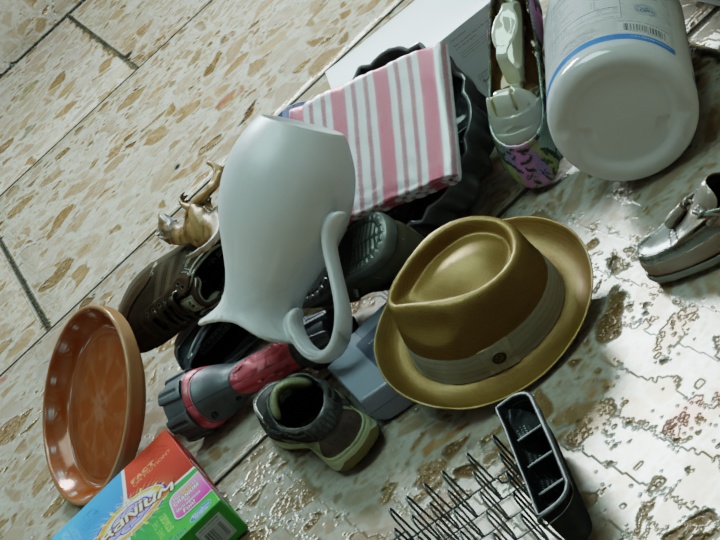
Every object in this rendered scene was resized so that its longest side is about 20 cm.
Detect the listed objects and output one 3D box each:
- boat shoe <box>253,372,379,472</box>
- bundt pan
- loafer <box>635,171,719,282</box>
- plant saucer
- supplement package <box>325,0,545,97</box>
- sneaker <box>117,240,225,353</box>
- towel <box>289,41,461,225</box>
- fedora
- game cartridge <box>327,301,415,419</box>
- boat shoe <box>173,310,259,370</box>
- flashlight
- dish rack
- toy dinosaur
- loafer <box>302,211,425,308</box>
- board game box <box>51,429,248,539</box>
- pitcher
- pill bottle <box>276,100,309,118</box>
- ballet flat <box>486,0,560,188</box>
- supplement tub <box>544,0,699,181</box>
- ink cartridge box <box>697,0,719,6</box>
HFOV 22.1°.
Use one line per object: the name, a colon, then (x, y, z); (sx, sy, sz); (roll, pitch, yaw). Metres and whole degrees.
boat shoe: (-0.050, 0.120, 1.620); (0.072, 0.066, 0.201); (-48, 24, -10)
bundt pan: (0.051, -0.114, 1.785); (0.201, 0.076, 0.203); (-16, 65, 39)
loafer: (0.291, -0.062, 1.413); (0.200, 0.063, 0.072); (-30, 27, 26)
plant saucer: (-0.265, 0.136, 1.853); (0.200, 0.032, 0.201); (-16, 70, 54)
supplement package: (0.079, -0.206, 1.930); (0.200, 0.111, 0.156); (-37, 24, 9)
sneaker: (-0.176, 0.019, 1.831); (0.200, 0.070, 0.076); (-45, 22, 20)
towel: (0.013, -0.119, 1.755); (0.200, 0.030, 0.147); (-21, 62, 33)
fedora: (0.088, 0.017, 1.506); (0.200, 0.082, 0.201); (-19, 46, 21)
game cartridge: (0.066, 0.043, 1.616); (0.200, 0.042, 0.133); (-43, 28, -2)
boat shoe: (-0.109, 0.032, 1.859); (0.200, 0.072, 0.068); (-45, 21, 0)
flashlight: (-0.098, 0.096, 1.739); (0.200, 0.068, 0.068); (-27, 46, 29)
dish rack: (0.071, 0.193, 1.325); (0.200, 0.055, 0.154); (-38, 23, 10)
toy dinosaur: (-0.141, -0.046, 1.761); (0.106, 0.060, 0.200); (-60, 17, -8)
loafer: (0.000, 0.000, 1.710); (0.200, 0.069, 0.076); (-19, 58, 62)
board game box: (-0.195, 0.239, 1.671); (0.153, 0.040, 0.200); (-44, 24, -6)
pitcher: (-0.056, -0.028, 1.645); (0.171, 0.121, 0.201); (19, 100, 40)
pill bottle: (-0.050, -0.121, 1.964); (0.111, 0.111, 0.200); (-38, 11, 7)
ballet flat: (0.142, -0.177, 1.704); (0.069, 0.071, 0.201); (-10, 75, 22)
supplement tub: (0.228, -0.180, 1.630); (0.132, 0.132, 0.200); (-31, 24, 22)
ink cartridge box: (0.277, -0.303, 1.726); (0.047, 0.160, 0.200); (-63, 23, 6)
